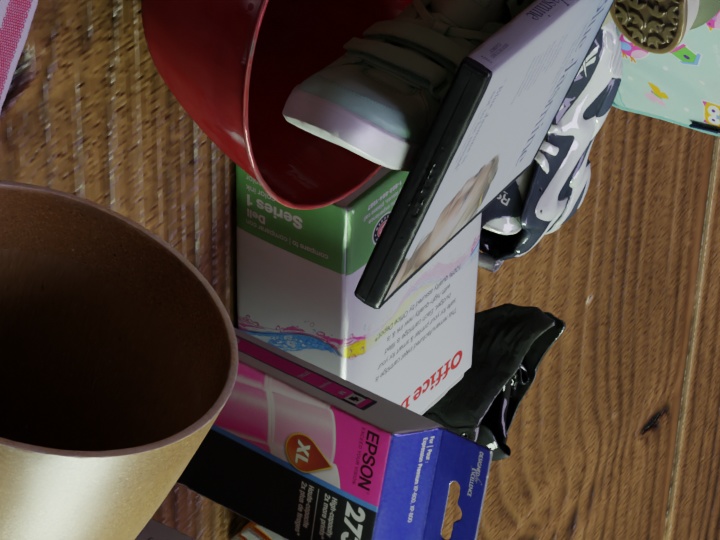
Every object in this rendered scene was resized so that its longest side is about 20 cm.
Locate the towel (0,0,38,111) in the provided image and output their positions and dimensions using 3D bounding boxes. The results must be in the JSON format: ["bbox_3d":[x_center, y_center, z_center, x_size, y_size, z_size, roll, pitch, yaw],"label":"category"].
[{"bbox_3d":[-0.194,-0.144,1.111,0.200,0.030,0.147,4,108,-65],"label":"towel"}]

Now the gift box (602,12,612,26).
[{"bbox_3d":[0.098,-0.236,1.414,0.187,0.184,0.200,-36,145,-31],"label":"gift box"}]

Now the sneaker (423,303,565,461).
[{"bbox_3d":[0.048,0.104,1.669,0.060,0.104,0.200,23,91,-64],"label":"sneaker"}]

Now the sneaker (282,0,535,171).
[{"bbox_3d":[0.031,-0.118,1.247,0.200,0.074,0.118,-26,141,-66],"label":"sneaker"}]

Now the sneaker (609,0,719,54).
[{"bbox_3d":[0.177,-0.214,1.319,0.090,0.067,0.200,-33,140,-39],"label":"sneaker"}]

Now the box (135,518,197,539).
[{"bbox_3d":[-0.086,0.250,1.483,0.041,0.156,0.200,-40,143,-46],"label":"box"}]

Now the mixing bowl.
[{"bbox_3d":[-0.039,-0.142,1.304,0.200,0.108,0.200,-41,143,-40],"label":"mixing bowl"}]

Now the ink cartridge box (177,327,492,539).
[{"bbox_3d":[-0.024,0.105,1.429,0.037,0.200,0.095,-27,133,-52],"label":"ink cartridge box"}]

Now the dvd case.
[{"bbox_3d":[0.069,-0.075,1.273,0.200,0.018,0.143,-42,161,-55],"label":"dvd case"}]

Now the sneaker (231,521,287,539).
[{"bbox_3d":[-0.026,0.189,1.626,0.077,0.078,0.200,-41,158,-17],"label":"sneaker"}]

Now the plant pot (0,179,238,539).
[{"bbox_3d":[-0.172,0.092,1.197,0.186,0.186,0.200,-31,150,-49],"label":"plant pot"}]

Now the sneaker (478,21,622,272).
[{"bbox_3d":[0.101,-0.084,1.640,0.130,0.079,0.199,-52,161,-44],"label":"sneaker"}]

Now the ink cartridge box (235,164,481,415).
[{"bbox_3d":[0.000,0.000,1.518,0.145,0.084,0.200,-39,143,-42],"label":"ink cartridge box"}]

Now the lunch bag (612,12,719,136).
[{"bbox_3d":[0.197,-0.172,1.668,0.077,0.160,0.200,-58,147,-27],"label":"lunch bag"}]
